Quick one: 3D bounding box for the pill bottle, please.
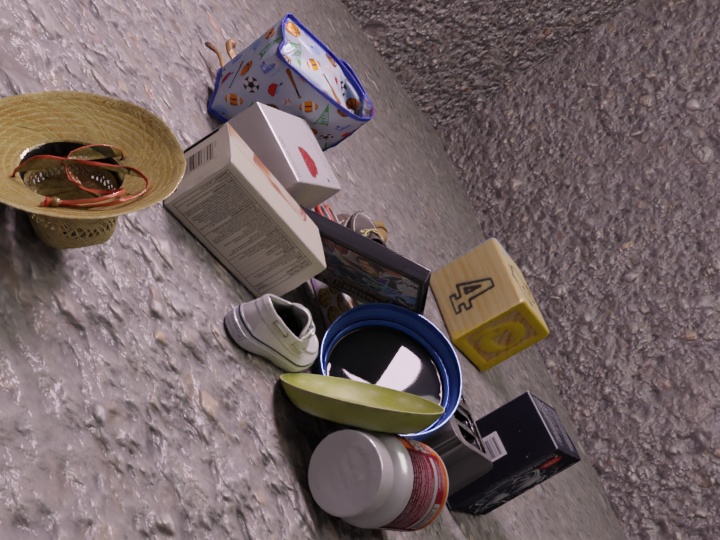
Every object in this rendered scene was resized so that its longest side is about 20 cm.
[{"bbox_3d":[0.023,0.241,1.094,0.200,0.108,0.111,35,28,-61],"label":"pill bottle"}]

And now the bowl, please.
[{"bbox_3d":[0.037,0.137,1.258,0.197,0.040,0.203,10,51,-13],"label":"bowl"}]

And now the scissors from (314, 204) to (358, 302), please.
[{"bbox_3d":[-0.026,-0.029,1.546,0.202,0.014,0.073,64,15,23],"label":"scissors"}]

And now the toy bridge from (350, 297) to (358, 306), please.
[{"bbox_3d":[-0.052,-0.021,1.527,0.067,0.027,0.202,44,20,-48],"label":"toy bridge"}]

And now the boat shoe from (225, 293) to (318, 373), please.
[{"bbox_3d":[-0.084,0.074,1.135,0.074,0.066,0.200,64,14,17],"label":"boat shoe"}]

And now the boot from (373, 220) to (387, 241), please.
[{"bbox_3d":[0.035,0.011,1.719,0.174,0.066,0.203,5,57,-64],"label":"boot"}]

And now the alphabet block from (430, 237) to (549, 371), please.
[{"bbox_3d":[0.301,0.082,2.242,0.195,0.195,0.202,41,23,-49],"label":"alphabet block"}]

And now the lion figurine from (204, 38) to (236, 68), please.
[{"bbox_3d":[-0.178,-0.278,1.542,0.199,0.072,0.124,30,44,-39],"label":"lion figurine"}]

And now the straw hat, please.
[{"bbox_3d":[-0.243,-0.065,0.798,0.203,0.197,0.086,-102,-161,-51],"label":"straw hat"}]

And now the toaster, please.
[{"bbox_3d":[0.089,0.212,1.372,0.200,0.118,0.183,41,23,-53],"label":"toaster"}]

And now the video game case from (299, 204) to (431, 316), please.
[{"bbox_3d":[0.000,0.000,1.310,0.197,0.026,0.181,27,-20,10],"label":"video game case"}]

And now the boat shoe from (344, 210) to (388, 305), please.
[{"bbox_3d":[0.018,-0.028,1.515,0.070,0.061,0.203,10,43,-23],"label":"boat shoe"}]

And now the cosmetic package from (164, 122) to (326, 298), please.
[{"bbox_3d":[-0.138,-0.065,1.153,0.201,0.102,0.088,51,17,-38],"label":"cosmetic package"}]

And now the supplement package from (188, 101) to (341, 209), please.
[{"bbox_3d":[-0.126,-0.137,1.304,0.123,0.119,0.200,62,14,5],"label":"supplement package"}]

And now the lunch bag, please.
[{"bbox_3d":[-0.100,-0.259,1.438,0.199,0.169,0.125,36,44,-30],"label":"lunch bag"}]

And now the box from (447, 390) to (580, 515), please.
[{"bbox_3d":[0.235,0.301,1.544,0.182,0.198,0.105,31,29,-61],"label":"box"}]

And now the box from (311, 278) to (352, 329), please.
[{"bbox_3d":[-0.039,0.044,1.417,0.039,0.041,0.202,42,24,-52],"label":"box"}]

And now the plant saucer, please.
[{"bbox_3d":[0.000,0.156,1.109,0.200,0.196,0.032,11,90,-72],"label":"plant saucer"}]

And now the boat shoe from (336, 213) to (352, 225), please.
[{"bbox_3d":[-0.010,-0.008,1.602,0.074,0.073,0.202,84,-13,-52],"label":"boat shoe"}]
